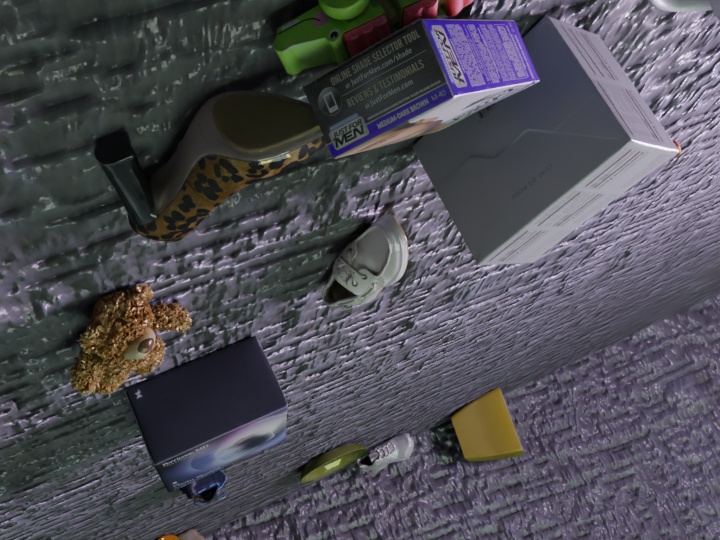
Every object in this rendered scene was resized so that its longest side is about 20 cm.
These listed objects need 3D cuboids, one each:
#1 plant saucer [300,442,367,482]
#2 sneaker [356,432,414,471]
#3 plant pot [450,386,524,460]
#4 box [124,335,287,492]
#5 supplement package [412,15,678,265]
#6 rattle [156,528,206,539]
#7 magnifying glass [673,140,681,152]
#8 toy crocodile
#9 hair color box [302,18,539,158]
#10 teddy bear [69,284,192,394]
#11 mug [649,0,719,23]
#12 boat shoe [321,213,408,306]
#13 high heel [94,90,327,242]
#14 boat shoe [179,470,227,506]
[{"bbox_3d":[-0.077,0.513,2.348,0.200,0.031,0.200,-24,161,-9],"label":"plant saucer"},{"bbox_3d":[0.075,0.540,2.561,0.200,0.075,0.087,-39,153,27],"label":"sneaker"},{"bbox_3d":[0.388,0.496,2.696,0.176,0.201,0.200,-20,161,6],"label":"plant pot"},{"bbox_3d":[-0.219,0.215,1.270,0.200,0.123,0.199,-23,159,-15],"label":"box"},{"bbox_3d":[0.181,-0.124,0.884,0.111,0.156,0.200,-1,148,-48],"label":"supplement package"},{"bbox_3d":[-0.445,0.785,2.292,0.130,0.200,0.143,-22,160,-15],"label":"rattle"},{"bbox_3d":[0.400,-0.138,1.345,0.200,0.022,0.080,-34,160,15],"label":"magnifying glass"},{"bbox_3d":[0.030,-0.198,0.641,0.200,0.062,0.068,-26,161,-3],"label":"toy crocodile"},{"bbox_3d":[0.056,-0.148,0.692,0.109,0.065,0.200,-22,-179,32],"label":"hair color box"},{"bbox_3d":[-0.260,0.091,0.981,0.145,0.067,0.200,-15,158,-38],"label":"teddy bear"},{"bbox_3d":[0.368,-0.276,0.805,0.199,0.148,0.175,-2,177,20],"label":"mug"},{"bbox_3d":[0.000,0.000,1.088,0.069,0.071,0.200,-20,160,-26],"label":"boat shoe"},{"bbox_3d":[-0.106,-0.080,0.732,0.199,0.072,0.143,-10,153,0],"label":"high heel"},{"bbox_3d":[-0.331,0.452,1.798,0.084,0.069,0.200,-30,161,8],"label":"boat shoe"}]
